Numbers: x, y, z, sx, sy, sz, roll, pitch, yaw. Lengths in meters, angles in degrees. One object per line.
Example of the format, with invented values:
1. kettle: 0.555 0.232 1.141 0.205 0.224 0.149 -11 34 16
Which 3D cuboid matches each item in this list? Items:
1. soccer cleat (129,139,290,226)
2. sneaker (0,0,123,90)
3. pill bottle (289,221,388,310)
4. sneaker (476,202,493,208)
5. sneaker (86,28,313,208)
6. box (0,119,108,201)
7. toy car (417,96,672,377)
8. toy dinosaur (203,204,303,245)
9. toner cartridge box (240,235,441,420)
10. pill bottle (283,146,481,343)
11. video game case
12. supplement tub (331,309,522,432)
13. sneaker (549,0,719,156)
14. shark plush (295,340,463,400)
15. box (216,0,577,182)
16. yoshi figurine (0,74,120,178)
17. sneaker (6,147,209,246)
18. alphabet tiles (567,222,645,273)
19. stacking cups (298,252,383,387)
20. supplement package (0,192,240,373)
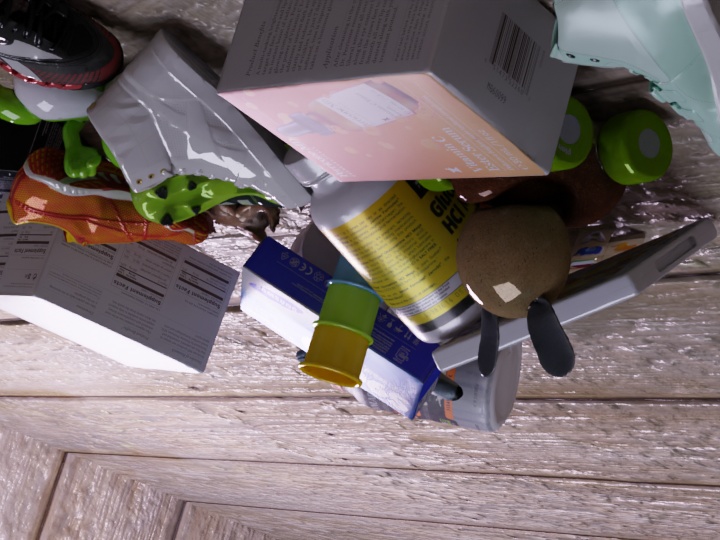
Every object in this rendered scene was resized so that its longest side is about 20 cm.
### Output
1. soccer cleat: -0.109 -0.089 1.534 0.199 0.068 0.081 -11 -149 -17
2. sneaker: -0.277 -0.203 1.373 0.200 0.071 0.098 24 164 -19
3. pill bottle: -0.021 0.011 1.732 0.115 0.116 0.200 17 163 -3
4. sneaker: 0.067 -0.025 1.630 0.090 0.070 0.200 21 157 -5
5. sneaker: -0.138 -0.097 1.446 0.200 0.116 0.074 44 -169 -28
6. box: -0.371 -0.108 1.749 0.199 0.079 0.141 7 158 27
7. toy car: 0.133 -0.018 1.315 0.157 0.201 0.164 6 173 -34
8. toy dinosaur: -0.128 -0.069 1.649 0.135 0.086 0.200 21 158 10
9. toner cartridge box: -0.019 0.054 1.603 0.200 0.043 0.095 32 155 11
10. pill bottle: 0.031 -0.045 1.442 0.200 0.113 0.112 48 152 -18
11. video game case: 0.180 0.019 1.445 0.200 0.023 0.182 -25 -179 35
12. supplement tub: 0.071 0.104 1.928 0.199 0.123 0.123 10 162 20
13. sneaker: 0.190 -0.142 1.124 0.118 0.074 0.201 0 147 27
14. shark plush: 0.026 0.062 1.675 0.199 0.091 0.083 4 155 41
15. box: 0.027 -0.143 1.220 0.199 0.107 0.152 0 157 42
16. yoshi figurine: -0.240 -0.141 1.484 0.199 0.112 0.112 16 156 -14
17. sneaker: -0.229 -0.057 1.566 0.199 0.073 0.077 16 125 -34
18. alphabet tiles: 0.169 0.001 1.591 0.166 0.006 0.200 -6 160 -4
19. stacking cups: 0.000 0.000 1.532 0.060 0.201 0.061 15 167 4
20. supplement package: -0.252 0.012 1.683 0.200 0.111 0.155 29 164 -33
